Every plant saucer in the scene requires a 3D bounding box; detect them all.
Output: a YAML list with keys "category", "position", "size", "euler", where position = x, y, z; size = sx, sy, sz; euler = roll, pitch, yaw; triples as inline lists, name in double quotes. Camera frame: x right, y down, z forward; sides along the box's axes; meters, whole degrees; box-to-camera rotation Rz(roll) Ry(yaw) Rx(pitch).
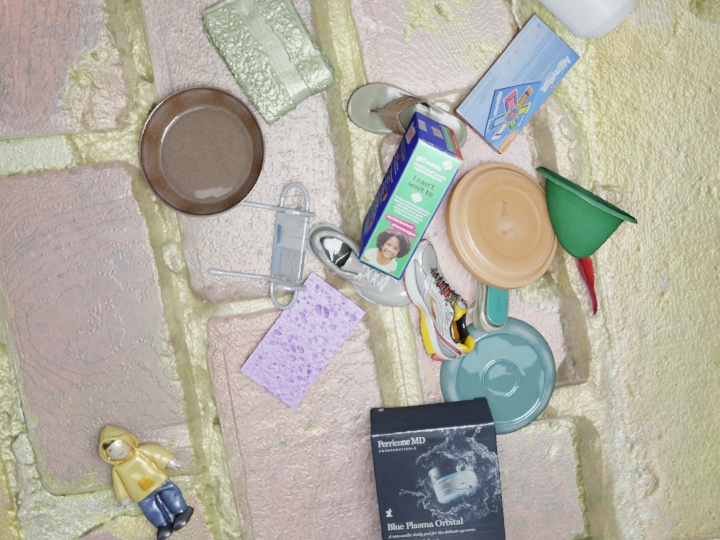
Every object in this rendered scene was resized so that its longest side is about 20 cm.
- category: "plant saucer"
  position: [0.231, 0.178, 1.279]
  size: [0.197, 0.027, 0.204]
  euler: [0, 96, -4]
- category: "plant saucer"
  position: [-0.244, -0.183, 1.202]
  size: [0.197, 0.037, 0.204]
  euler: [0, 90, 1]
- category: "plant saucer"
  position: [0.227, -0.072, 1.207]
  size: [0.197, 0.032, 0.204]
  euler: [5, 76, -21]

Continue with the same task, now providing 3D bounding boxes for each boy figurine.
- category: "boy figurine"
  position: [-0.348, 0.331, 1.248]
  size: [0.123, 0.064, 0.202]
  euler: [-30, 100, 3]

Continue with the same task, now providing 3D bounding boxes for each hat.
- category: "hat"
  position: [0.320, -0.037, 1.204]
  size: [0.198, 0.165, 0.178]
  euler: [31, 107, 11]

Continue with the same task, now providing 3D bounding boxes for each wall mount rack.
- category: "wall mount rack"
  position: [-0.152, -0.043, 1.213]
  size: [0.172, 0.074, 0.203]
  euler: [11, 96, 37]

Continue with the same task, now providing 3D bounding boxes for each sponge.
- category: "sponge"
  position: [-0.094, 0.114, 1.253]
  size: [0.111, 0.030, 0.201]
  euler: [37, 93, -6]

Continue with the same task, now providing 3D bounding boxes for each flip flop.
- category: "flip flop"
  position: [0.076, -0.238, 1.210]
  size: [0.197, 0.058, 0.082]
  euler: [20, 95, -5]

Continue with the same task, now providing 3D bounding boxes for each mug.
- category: "mug"
  position: [0.352, -0.450, 1.163]
  size: [0.186, 0.150, 0.153]
  euler: [-42, 104, 9]

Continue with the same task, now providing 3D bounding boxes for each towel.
- category: "towel"
  position: [-0.143, -0.344, 1.199]
  size: [0.147, 0.036, 0.202]
  euler: [-32, 97, 2]

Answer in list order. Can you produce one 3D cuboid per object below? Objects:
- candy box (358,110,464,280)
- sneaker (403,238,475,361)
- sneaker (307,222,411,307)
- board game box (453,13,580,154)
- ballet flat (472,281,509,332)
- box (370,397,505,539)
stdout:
- category: "candy box"
  position: [0.071, -0.114, 1.143]
  size: [0.076, 0.170, 0.202]
  euler: [22, 113, -7]
- category: "sneaker"
  position: [0.131, 0.044, 1.222]
  size: [0.081, 0.078, 0.203]
  euler: [-9, 106, 42]
- category: "sneaker"
  position: [0.000, 0.000, 1.214]
  size: [0.198, 0.092, 0.076]
  euler: [31, 93, -6]
- category: "board game box"
  position: [0.248, -0.295, 1.224]
  size: [0.103, 0.019, 0.201]
  euler: [40, 87, -5]
- category: "ballet flat"
  position: [0.211, 0.001, 1.236]
  size: [0.067, 0.062, 0.203]
  euler: [20, 72, -18]
- category: "box"
  position: [0.120, 0.323, 1.230]
  size: [0.193, 0.117, 0.203]
  euler: [-7, 100, 3]
